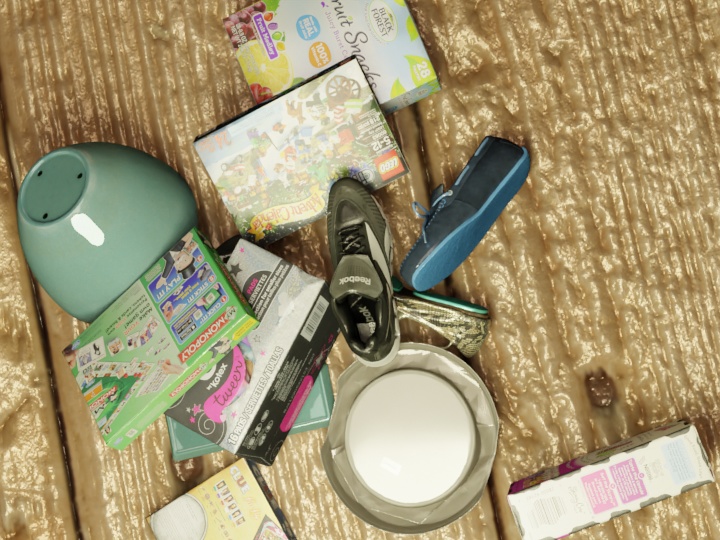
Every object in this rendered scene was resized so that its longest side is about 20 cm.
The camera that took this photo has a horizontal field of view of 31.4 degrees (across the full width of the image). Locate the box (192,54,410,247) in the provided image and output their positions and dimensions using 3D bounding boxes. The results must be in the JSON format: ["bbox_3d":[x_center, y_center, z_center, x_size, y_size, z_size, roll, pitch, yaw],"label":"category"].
[{"bbox_3d":[-0.063,-0.126,1.385,0.198,0.038,0.138,-26,105,6],"label":"box"}]

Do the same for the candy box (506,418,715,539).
[{"bbox_3d":[0.253,0.217,1.308,0.198,0.136,0.062,-23,83,7],"label":"candy box"}]

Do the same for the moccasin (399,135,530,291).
[{"bbox_3d":[0.105,-0.063,1.391,0.068,0.081,0.200,35,68,23],"label":"moccasin"}]

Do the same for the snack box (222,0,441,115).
[{"bbox_3d":[-0.032,-0.242,1.433,0.198,0.068,0.171,-25,83,5],"label":"snack box"}]

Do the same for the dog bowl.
[{"bbox_3d":[0.055,0.181,1.384,0.197,0.059,0.204,-1,84,10],"label":"dog bowl"}]

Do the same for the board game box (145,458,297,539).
[{"bbox_3d":[-0.132,0.327,1.413,0.134,0.035,0.202,-31,80,6],"label":"board game box"}]

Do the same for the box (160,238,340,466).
[{"bbox_3d":[-0.114,0.089,1.368,0.114,0.132,0.202,25,83,18],"label":"box"}]

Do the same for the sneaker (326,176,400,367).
[{"bbox_3d":[0.000,0.000,1.324,0.065,0.090,0.203,-9,86,11],"label":"sneaker"}]

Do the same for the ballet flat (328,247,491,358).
[{"bbox_3d":[0.044,0.041,1.399,0.198,0.068,0.076,24,100,8],"label":"ballet flat"}]

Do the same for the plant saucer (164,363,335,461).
[{"bbox_3d":[-0.126,0.159,1.437,0.197,0.019,0.071,-14,82,9],"label":"plant saucer"}]

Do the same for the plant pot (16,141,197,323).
[{"bbox_3d":[-0.296,-0.060,1.392,0.197,0.135,0.203,-11,62,21],"label":"plant pot"}]

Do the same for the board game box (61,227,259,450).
[{"bbox_3d":[-0.210,0.070,1.324,0.200,0.029,0.135,-42,55,8],"label":"board game box"}]

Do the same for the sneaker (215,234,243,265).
[{"bbox_3d":[-0.185,0.038,1.424,0.074,0.088,0.200,43,91,12],"label":"sneaker"}]
